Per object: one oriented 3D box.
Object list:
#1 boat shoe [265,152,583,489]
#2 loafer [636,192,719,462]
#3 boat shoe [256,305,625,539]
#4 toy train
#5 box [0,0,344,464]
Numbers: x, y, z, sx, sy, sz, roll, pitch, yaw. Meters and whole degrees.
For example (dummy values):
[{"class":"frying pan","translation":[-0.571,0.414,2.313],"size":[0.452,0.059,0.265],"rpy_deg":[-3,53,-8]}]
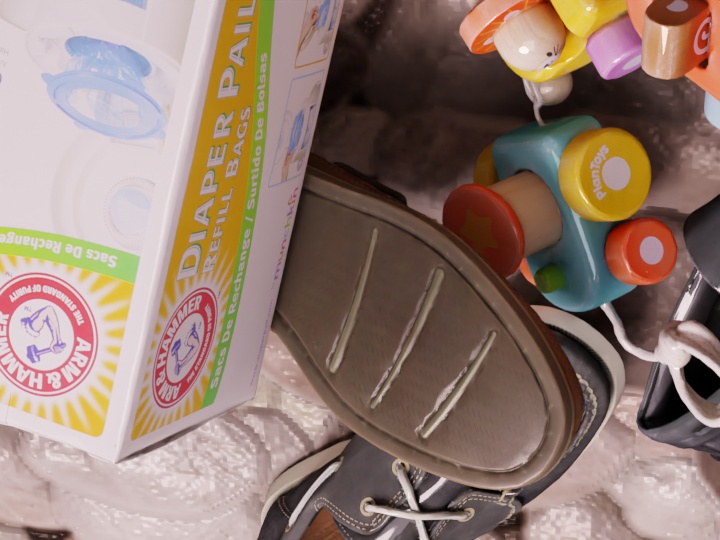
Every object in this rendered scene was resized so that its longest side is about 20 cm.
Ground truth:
[{"class":"boat shoe","translation":[0.000,0.000,0.904],"size":[0.200,0.068,0.072],"rpy_deg":[37,107,23]},{"class":"loafer","translation":[0.143,-0.009,0.897],"size":[0.070,0.068,0.201],"rpy_deg":[-3,136,-18]},{"class":"boat shoe","translation":[0.025,0.082,0.994],"size":[0.072,0.068,0.200],"rpy_deg":[38,133,-12]},{"class":"toy train","translation":[0.077,-0.040,0.852],"size":[0.056,0.150,0.200],"rpy_deg":[-22,139,-26]},{"class":"box","translation":[-0.079,-0.057,0.835],"size":[0.112,0.101,0.200],"rpy_deg":[19,105,19]}]
